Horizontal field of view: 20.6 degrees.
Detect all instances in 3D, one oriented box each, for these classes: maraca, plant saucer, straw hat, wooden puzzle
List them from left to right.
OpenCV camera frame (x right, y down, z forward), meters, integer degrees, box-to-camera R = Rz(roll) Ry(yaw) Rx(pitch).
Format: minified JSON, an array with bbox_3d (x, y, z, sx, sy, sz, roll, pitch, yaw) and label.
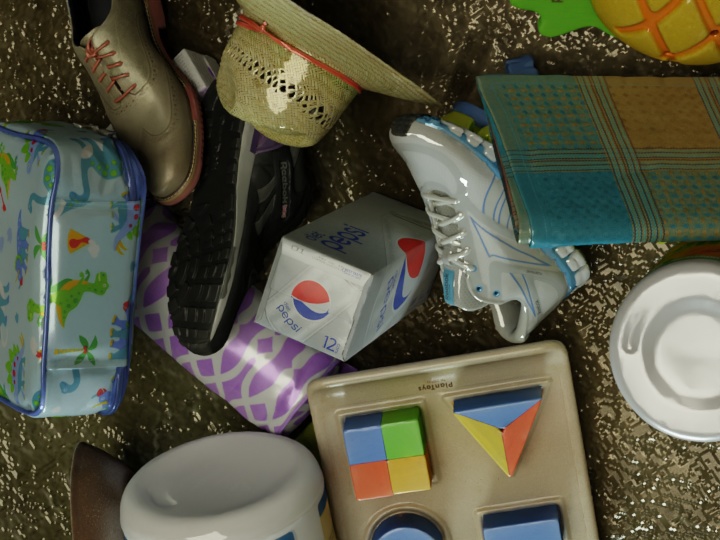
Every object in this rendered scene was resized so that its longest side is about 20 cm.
[{"bbox_3d":[-0.173,0.223,1.455,0.037,0.200,0.201,-9,99,2],"label":"plant saucer"},{"bbox_3d":[-0.049,-0.130,1.322,0.201,0.201,0.085,34,94,10],"label":"straw hat"},{"bbox_3d":[0.068,0.156,1.390,0.185,0.046,0.201,-10,110,6],"label":"wooden puzzle"},{"bbox_3d":[0.196,-0.189,1.261,0.199,0.107,0.137,0,141,-6],"label":"maraca"}]

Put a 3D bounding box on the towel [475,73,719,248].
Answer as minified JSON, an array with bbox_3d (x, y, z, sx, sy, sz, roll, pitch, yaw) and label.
[{"bbox_3d":[0.181,-0.071,1.258,0.199,0.147,0.022,-1,138,-12],"label":"towel"}]

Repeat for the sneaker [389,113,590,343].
[{"bbox_3d":[0.076,-0.022,1.314,0.200,0.075,0.087,46,73,-34],"label":"sneaker"}]

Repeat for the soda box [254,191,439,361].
[{"bbox_3d":[0.000,0.000,1.337,0.068,0.200,0.064,23,106,13],"label":"soda box"}]

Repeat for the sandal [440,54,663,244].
[{"bbox_3d":[0.151,-0.083,1.337,0.200,0.079,0.087,26,81,4],"label":"sandal"}]

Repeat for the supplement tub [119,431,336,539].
[{"bbox_3d":[-0.082,0.231,1.398,0.144,0.145,0.201,-2,114,20],"label":"supplement tub"}]

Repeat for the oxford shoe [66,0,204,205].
[{"bbox_3d":[-0.169,-0.136,1.396,0.070,0.075,0.200,-35,62,25],"label":"oxford shoe"}]

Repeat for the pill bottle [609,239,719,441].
[{"bbox_3d":[0.231,0.031,1.262,0.111,0.200,0.111,4,102,18],"label":"pill bottle"}]

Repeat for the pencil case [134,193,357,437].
[{"bbox_3d":[-0.104,0.035,1.444,0.200,0.085,0.084,42,125,7],"label":"pencil case"}]

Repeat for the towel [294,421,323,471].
[{"bbox_3d":[-0.044,0.182,1.471,0.086,0.018,0.200,43,113,2],"label":"towel"}]

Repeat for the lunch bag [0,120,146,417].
[{"bbox_3d":[-0.218,-0.005,1.392,0.161,0.082,0.201,16,104,56],"label":"lunch bag"}]

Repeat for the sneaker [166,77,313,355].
[{"bbox_3d":[-0.072,-0.034,1.390,0.076,0.087,0.201,1,78,54],"label":"sneaker"}]

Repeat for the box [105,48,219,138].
[{"bbox_3d":[-0.175,-0.081,1.462,0.200,0.039,0.041,-44,61,21],"label":"box"}]

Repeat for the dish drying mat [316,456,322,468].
[{"bbox_3d":[0.012,0.147,1.462,0.200,0.018,0.077,-36,89,22],"label":"dish drying mat"}]
